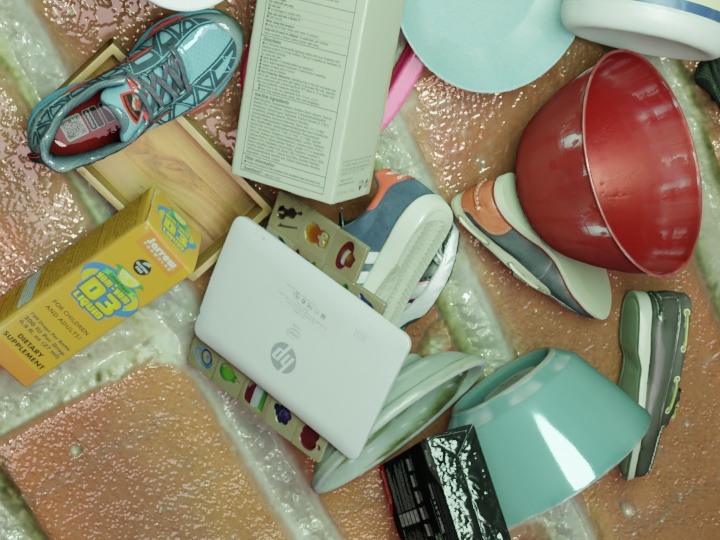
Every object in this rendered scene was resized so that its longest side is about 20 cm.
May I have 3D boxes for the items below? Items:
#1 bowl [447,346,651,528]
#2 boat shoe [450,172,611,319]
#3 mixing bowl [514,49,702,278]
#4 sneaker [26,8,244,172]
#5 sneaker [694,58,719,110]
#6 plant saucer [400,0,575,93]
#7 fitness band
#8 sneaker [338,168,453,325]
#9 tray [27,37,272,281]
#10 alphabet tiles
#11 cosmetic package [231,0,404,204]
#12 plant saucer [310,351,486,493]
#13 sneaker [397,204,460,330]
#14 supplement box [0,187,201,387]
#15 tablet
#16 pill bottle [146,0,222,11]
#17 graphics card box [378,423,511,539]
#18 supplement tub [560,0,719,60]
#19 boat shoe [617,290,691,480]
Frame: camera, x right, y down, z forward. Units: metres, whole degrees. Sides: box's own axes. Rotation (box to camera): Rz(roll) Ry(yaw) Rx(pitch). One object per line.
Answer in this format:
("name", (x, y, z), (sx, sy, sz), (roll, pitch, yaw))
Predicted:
("bowl", (0.161, 0.146, 1.149), (0.201, 0.201, 0.105), (-34, 92, 3))
("boat shoe", (0.166, -0.017, 1.142), (0.062, 0.071, 0.200), (-20, 132, 38))
("mixing bowl", (0.207, -0.085, 1.075), (0.108, 0.200, 0.200), (-12, 121, 40))
("sneaker", (-0.176, -0.135, 0.974), (0.200, 0.096, 0.079), (-33, 113, 3))
("sneaker", (0.342, -0.226, 1.096), (0.076, 0.114, 0.200), (-8, 84, -14))
("plant saucer", (0.106, -0.254, 1.037), (0.200, 0.039, 0.202), (-6, 105, -26))
("fitness band", (-0.018, -0.192, 1.054), (0.143, 0.037, 0.200), (28, 102, -19))
("sneaker", (0.000, 0.000, 1.061), (0.075, 0.085, 0.200), (5, 124, -53))
("tray", (-0.181, -0.094, 1.059), (0.099, 0.037, 0.200), (-41, 113, 6))
("alphabet tiles", (-0.064, 0.041, 1.052), (0.167, 0.008, 0.200), (34, 116, 25))
("cosmetic package", (-0.033, -0.165, 0.984), (0.103, 0.073, 0.201), (19, 108, 23))
("plant saucer", (0.025, 0.128, 1.126), (0.200, 0.200, 0.050), (-40, 75, 5))
("sneaker", (0.014, 0.018, 1.116), (0.086, 0.080, 0.200), (28, 102, -18))
("supplement box", (-0.235, 0.016, 1.052), (0.200, 0.069, 0.067), (-35, 115, 15))
("tablet", (-0.055, 0.056, 1.037), (0.200, 0.014, 0.130), (36, 118, 24))
("pill bottle", (-0.137, -0.260, 0.916), (0.114, 0.200, 0.114), (-4, 111, -10))
("graphics card box", (0.075, 0.220, 1.120), (0.051, 0.200, 0.126), (-14, 76, -14))
("supplement tub", (0.255, -0.286, 1.003), (0.145, 0.145, 0.201), (11, 95, -15))
("boat shoe", (0.292, 0.117, 1.210), (0.060, 0.072, 0.202), (-2, 110, -8))
